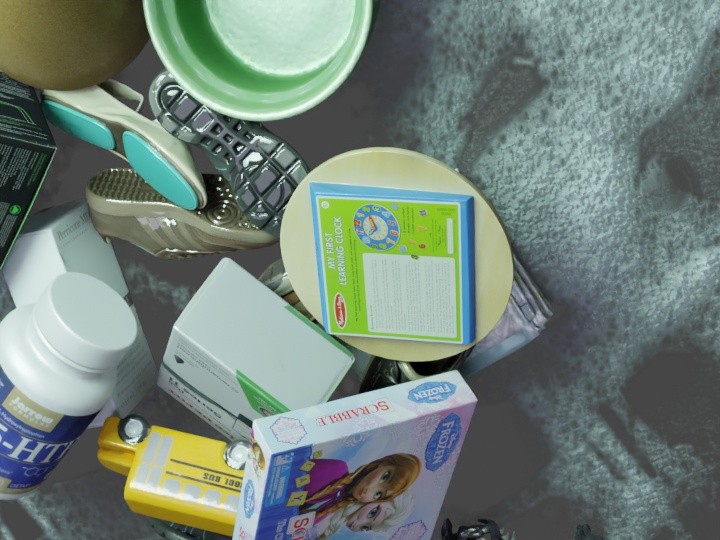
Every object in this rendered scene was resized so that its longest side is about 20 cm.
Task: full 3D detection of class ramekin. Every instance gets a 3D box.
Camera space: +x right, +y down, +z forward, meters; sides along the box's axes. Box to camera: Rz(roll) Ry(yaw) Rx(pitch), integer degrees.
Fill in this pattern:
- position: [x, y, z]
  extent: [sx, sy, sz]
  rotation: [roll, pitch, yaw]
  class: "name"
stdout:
- position: [-0.076, -0.235, 1.039]
  extent: [0.196, 0.098, 0.204]
  rotation: [4, 107, 12]
  class: "ramekin"

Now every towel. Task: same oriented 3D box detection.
- position: [0.056, 0.025, 1.135]
  extent: [0.199, 0.048, 0.172]
  rotation: [-32, 96, 24]
  class: "towel"

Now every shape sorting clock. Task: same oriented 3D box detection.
- position: [0.029, -0.010, 1.006]
  extent: [0.196, 0.039, 0.203]
  rotation: [7, 125, 10]
  class: "shape sorting clock"

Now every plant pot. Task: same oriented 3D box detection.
- position: [-0.265, -0.254, 1.005]
  extent: [0.183, 0.200, 0.190]
  rotation: [0, 92, -2]
  class: "plant pot"

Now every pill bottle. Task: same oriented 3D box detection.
- position: [-0.291, 0.102, 1.113]
  extent: [0.119, 0.120, 0.200]
  rotation: [40, 116, -2]
  class: "pill bottle"

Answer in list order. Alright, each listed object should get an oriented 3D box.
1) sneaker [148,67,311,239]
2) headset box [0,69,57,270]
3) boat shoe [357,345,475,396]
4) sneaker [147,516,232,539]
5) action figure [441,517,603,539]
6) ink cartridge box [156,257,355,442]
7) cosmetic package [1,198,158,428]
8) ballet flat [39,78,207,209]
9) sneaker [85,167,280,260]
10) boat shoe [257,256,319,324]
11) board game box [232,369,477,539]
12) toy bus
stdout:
- position: [-0.102, -0.112, 1.112]
  extent: [0.075, 0.079, 0.200]
  rotation: [-42, 95, 14]
  class: "sneaker"
- position: [-0.373, -0.112, 1.131]
  extent: [0.092, 0.201, 0.175]
  rotation: [11, 123, -38]
  class: "headset box"
- position: [0.050, 0.080, 1.094]
  extent: [0.073, 0.065, 0.201]
  rotation: [32, 115, 3]
  class: "boat shoe"
- position: [-0.135, 0.258, 1.243]
  extent: [0.198, 0.075, 0.080]
  rotation: [14, 74, 40]
  class: "sneaker"
- position: [0.140, 0.297, 1.183]
  extent: [0.197, 0.103, 0.120]
  rotation: [-5, 120, 16]
  class: "action figure"
- position: [-0.102, 0.091, 1.124]
  extent: [0.146, 0.083, 0.200]
  rotation: [36, 157, 1]
  class: "ink cartridge box"
- position: [-0.276, 0.042, 1.207]
  extent: [0.073, 0.102, 0.203]
  rotation: [-10, 108, 18]
  class: "cosmetic package"
- position: [-0.207, -0.131, 1.135]
  extent: [0.198, 0.069, 0.070]
  rotation: [32, 116, 13]
  class: "ballet flat"
- position: [-0.163, -0.046, 1.171]
  extent: [0.197, 0.071, 0.076]
  rotation: [13, 137, 10]
  class: "sneaker"
- position: [0.000, 0.000, 1.084]
  extent: [0.198, 0.076, 0.072]
  rotation: [-23, 106, 30]
  class: "boat shoe"
- position: [-0.010, 0.190, 1.071]
  extent: [0.041, 0.197, 0.202]
  rotation: [54, 144, 39]
  class: "board game box"
- position: [-0.153, 0.198, 1.161]
  extent: [0.197, 0.079, 0.065]
  rotation: [12, 154, 7]
  class: "toy bus"
